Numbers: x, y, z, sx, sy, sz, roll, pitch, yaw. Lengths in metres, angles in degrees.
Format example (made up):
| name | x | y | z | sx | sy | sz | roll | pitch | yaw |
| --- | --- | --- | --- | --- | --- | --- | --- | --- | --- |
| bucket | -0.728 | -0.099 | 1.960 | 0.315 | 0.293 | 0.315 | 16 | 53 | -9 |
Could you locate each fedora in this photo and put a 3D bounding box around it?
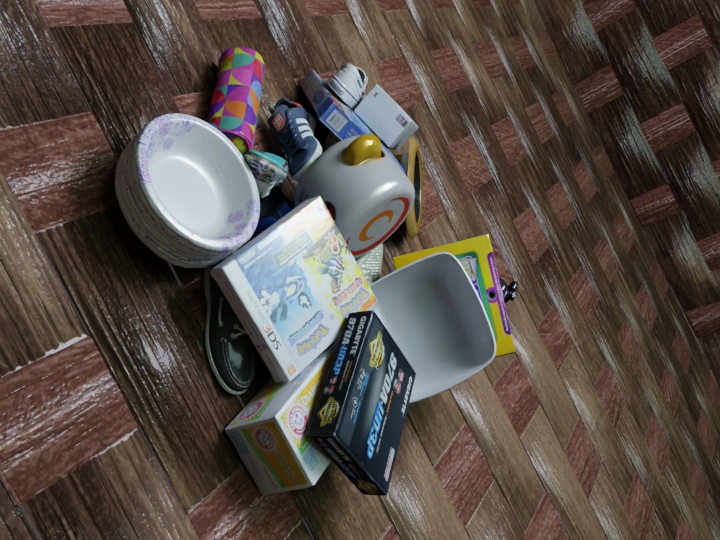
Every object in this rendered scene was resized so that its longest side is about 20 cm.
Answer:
| name | x | y | z | sx | sy | sz | roll | pitch | yaw |
| --- | --- | --- | --- | --- | --- | --- | --- | --- | --- |
| fedora | 0.078 | -0.165 | 1.461 | 0.200 | 0.079 | 0.207 | 0 | 90 | -78 |

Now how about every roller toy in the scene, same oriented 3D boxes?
| name | x | y | z | sx | sy | sz | roll | pitch | yaw |
| --- | --- | --- | --- | --- | --- | --- | --- | --- | --- |
| roller toy | -0.014 | -0.124 | 1.211 | 0.141 | 0.182 | 0.200 | 51 | 5 | 19 |

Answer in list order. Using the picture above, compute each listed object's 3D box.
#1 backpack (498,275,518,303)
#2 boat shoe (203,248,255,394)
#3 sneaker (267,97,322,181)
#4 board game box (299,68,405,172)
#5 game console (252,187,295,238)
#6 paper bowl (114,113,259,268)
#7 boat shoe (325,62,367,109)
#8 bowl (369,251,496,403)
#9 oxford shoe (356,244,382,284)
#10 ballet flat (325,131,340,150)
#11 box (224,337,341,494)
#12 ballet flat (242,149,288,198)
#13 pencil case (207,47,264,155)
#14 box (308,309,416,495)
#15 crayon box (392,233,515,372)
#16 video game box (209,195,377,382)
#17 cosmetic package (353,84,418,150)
| name | x | y | z | sx | sy | sz | roll | pitch | yaw |
| --- | --- | --- | --- | --- | --- | --- | --- | --- | --- |
| backpack | 0.162 | 0.052 | 1.372 | 0.154 | 0.190 | 0.201 | 43 | 85 | -22 |
| boat shoe | -0.175 | 0.069 | 1.030 | 0.073 | 0.060 | 0.205 | 17 | 57 | -46 |
| sneaker | -0.120 | -0.231 | 1.252 | 0.084 | 0.075 | 0.202 | 39 | 20 | -31 |
| board game box | -0.018 | -0.273 | 1.383 | 0.199 | 0.043 | 0.200 | 39 | 13 | -33 |
| game console | -0.079 | -0.039 | 1.181 | 0.201 | 0.169 | 0.119 | 50 | 64 | -19 |
| paper bowl | -0.242 | -0.101 | 1.001 | 0.198 | 0.103 | 0.205 | 29 | 46 | -35 |
| boat shoe | -0.018 | -0.357 | 1.392 | 0.072 | 0.066 | 0.200 | 45 | 10 | 4 |
| bowl | 0.104 | 0.092 | 1.182 | 0.075 | 0.196 | 0.204 | 25 | 40 | -84 |
| oxford shoe | 0.000 | 0.000 | 1.294 | 0.076 | 0.056 | 0.202 | 59 | 25 | -33 |
| ballet flat | -0.027 | -0.190 | 1.379 | 0.075 | 0.063 | 0.205 | 25 | 50 | -41 |
| box | -0.081 | 0.202 | 1.031 | 0.114 | 0.100 | 0.200 | 61 | 35 | -13 |
| ballet flat | -0.149 | -0.147 | 1.138 | 0.073 | 0.071 | 0.200 | 59 | 4 | -6 |
| pencil case | -0.204 | -0.269 | 1.182 | 0.088 | 0.087 | 0.204 | 33 | 45 | -36 |
| box | 0.009 | 0.185 | 1.029 | 0.160 | 0.045 | 0.203 | 56 | 39 | -37 |
| crayon box | 0.157 | 0.059 | 1.245 | 0.058 | 0.168 | 0.206 | 21 | 56 | -85 |
| video game box | -0.088 | 0.024 | 1.037 | 0.199 | 0.046 | 0.185 | -40 | 109 | -34 |
| cosmetic package | 0.055 | -0.303 | 1.469 | 0.102 | 0.074 | 0.200 | 45 | 12 | 2 |
